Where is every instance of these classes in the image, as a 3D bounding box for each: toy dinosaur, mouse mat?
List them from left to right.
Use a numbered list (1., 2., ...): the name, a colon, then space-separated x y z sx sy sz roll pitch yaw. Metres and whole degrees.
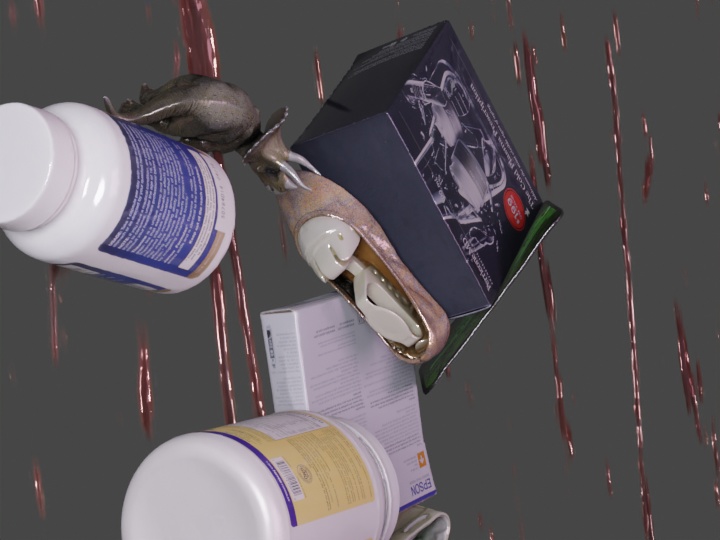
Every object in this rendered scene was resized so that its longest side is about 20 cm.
1. toy dinosaur: -0.120 -0.121 1.610 0.200 0.102 0.078 33 58 -54
2. mouse mat: 0.114 0.021 1.895 0.008 0.200 0.161 38 4 -4

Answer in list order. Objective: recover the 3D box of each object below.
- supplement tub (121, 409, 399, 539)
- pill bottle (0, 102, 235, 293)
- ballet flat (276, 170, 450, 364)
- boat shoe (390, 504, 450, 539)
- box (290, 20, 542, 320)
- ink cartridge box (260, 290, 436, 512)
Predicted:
1. supplement tub: -0.071 0.183 1.605 0.200 0.145 0.147 -7 92 -60
2. pill bottle: -0.184 -0.054 1.480 0.200 0.110 0.112 19 69 -57
3. ballet flat: 0.000 0.000 1.767 0.200 0.068 0.067 45 30 -8
4. boat shoe: 0.015 0.263 1.818 0.200 0.062 0.072 -55 131 -46
5. box: 0.054 -0.081 1.854 0.201 0.104 0.182 60 33 -20
6. ink cartridge box: -0.009 0.118 1.819 0.199 0.040 0.202 -14 96 -60
